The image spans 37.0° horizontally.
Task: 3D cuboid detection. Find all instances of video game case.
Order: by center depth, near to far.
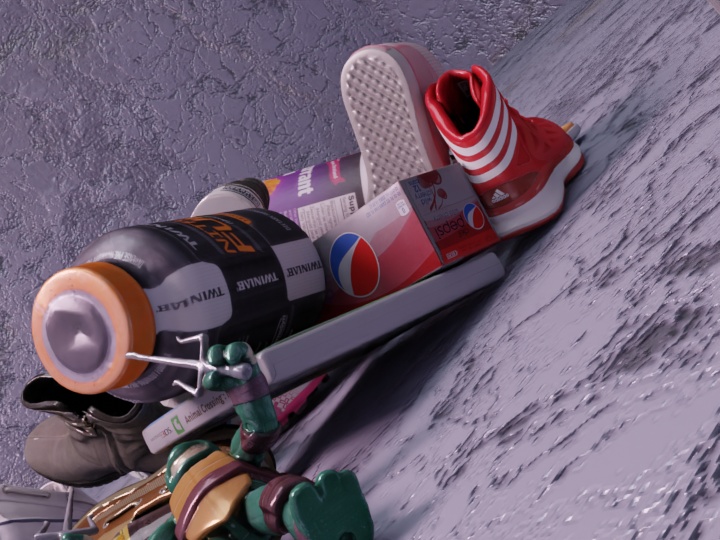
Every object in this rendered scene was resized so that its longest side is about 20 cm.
[{"bbox_3d":[-0.026,0.055,0.714,0.200,0.022,0.182,-23,-7,-38],"label":"video game case"}]

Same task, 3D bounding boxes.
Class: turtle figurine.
[{"bbox_3d":[-0.076,0.112,0.535,0.150,0.101,0.200,-61,29,-5],"label":"turtle figurine"}]

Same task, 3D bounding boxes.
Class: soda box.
[{"bbox_3d":[0.000,0.000,0.764,0.070,0.064,0.200,-22,-8,-44],"label":"soda box"}]

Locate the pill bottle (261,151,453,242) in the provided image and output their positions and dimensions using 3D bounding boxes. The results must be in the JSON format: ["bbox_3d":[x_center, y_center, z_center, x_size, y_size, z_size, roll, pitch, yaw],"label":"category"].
[{"bbox_3d":[-0.013,-0.038,0.914,0.199,0.112,0.111,-15,13,13],"label":"pill bottle"}]

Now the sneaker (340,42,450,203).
[{"bbox_3d":[0.044,-0.078,0.820,0.075,0.201,0.105,-5,18,23],"label":"sneaker"}]

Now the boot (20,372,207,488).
[{"bbox_3d":[-0.207,0.110,0.807,0.199,0.131,0.068,-5,58,31],"label":"boot"}]

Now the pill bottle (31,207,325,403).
[{"bbox_3d":[-0.111,0.021,0.672,0.106,0.106,0.200,-41,-10,24],"label":"pill bottle"}]

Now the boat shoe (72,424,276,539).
[{"bbox_3d":[-0.142,0.181,0.715,0.200,0.076,0.074,-43,9,14],"label":"boat shoe"}]

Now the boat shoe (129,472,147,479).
[{"bbox_3d":[-0.220,0.195,1.165,0.200,0.074,0.067,-37,6,48],"label":"boat shoe"}]

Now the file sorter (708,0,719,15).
[{"bbox_3d":[0.230,-0.179,0.453,0.200,0.125,0.139,-41,7,26],"label":"file sorter"}]

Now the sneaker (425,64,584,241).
[{"bbox_3d":[0.107,-0.109,0.793,0.078,0.116,0.200,-24,17,16],"label":"sneaker"}]

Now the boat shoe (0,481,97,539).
[{"bbox_3d":[-0.244,0.205,0.889,0.073,0.066,0.200,-29,-24,11],"label":"boat shoe"}]

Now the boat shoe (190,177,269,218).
[{"bbox_3d":[-0.127,0.017,0.825,0.200,0.071,0.064,-53,4,21],"label":"boat shoe"}]

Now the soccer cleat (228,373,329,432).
[{"bbox_3d":[-0.105,0.106,0.932,0.200,0.086,0.070,-37,8,49],"label":"soccer cleat"}]

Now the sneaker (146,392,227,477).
[{"bbox_3d":[-0.142,0.097,0.895,0.082,0.201,0.075,-25,-15,30],"label":"sneaker"}]

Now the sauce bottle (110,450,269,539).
[{"bbox_3d":[-0.130,0.184,0.633,0.200,0.066,0.066,-45,5,-1],"label":"sauce bottle"}]

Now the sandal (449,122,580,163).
[{"bbox_3d":[0.103,-0.086,0.964,0.206,0.059,0.079,-36,2,30],"label":"sandal"}]
